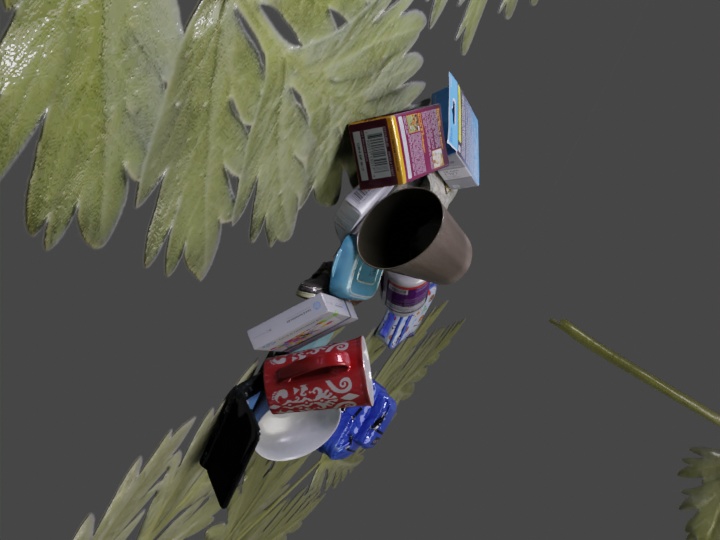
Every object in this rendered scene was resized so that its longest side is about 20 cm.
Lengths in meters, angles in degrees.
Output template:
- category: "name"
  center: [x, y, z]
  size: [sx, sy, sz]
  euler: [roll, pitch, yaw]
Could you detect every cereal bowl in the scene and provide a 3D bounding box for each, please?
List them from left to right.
- category: "cereal bowl"
  center: [-0.145, 0.300, 1.852]
  size: [0.197, 0.084, 0.202]
  euler: [-17, 133, -18]

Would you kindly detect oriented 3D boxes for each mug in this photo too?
- category: "mug"
  center: [-0.085, 0.192, 1.693]
  size: [0.135, 0.196, 0.179]
  euler: [-93, 172, -50]

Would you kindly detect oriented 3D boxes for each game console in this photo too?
- category: "game console"
  center: [-0.221, 0.322, 1.700]
  size: [0.175, 0.116, 0.202]
  euler: [-25, 146, -60]

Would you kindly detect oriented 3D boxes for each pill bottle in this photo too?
- category: "pill bottle"
  center: [0.098, 0.024, 1.939]
  size: [0.113, 0.112, 0.201]
  euler: [-48, 163, -22]

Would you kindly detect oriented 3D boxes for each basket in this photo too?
- category: "basket"
  center: [0.115, -0.050, 1.623]
  size: [0.179, 0.138, 0.199]
  euler: [-28, 153, 21]

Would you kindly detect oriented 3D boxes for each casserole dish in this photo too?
- category: "casserole dish"
  center: [0.000, 0.000, 1.662]
  size: [0.200, 0.038, 0.123]
  euler: [15, 94, -70]

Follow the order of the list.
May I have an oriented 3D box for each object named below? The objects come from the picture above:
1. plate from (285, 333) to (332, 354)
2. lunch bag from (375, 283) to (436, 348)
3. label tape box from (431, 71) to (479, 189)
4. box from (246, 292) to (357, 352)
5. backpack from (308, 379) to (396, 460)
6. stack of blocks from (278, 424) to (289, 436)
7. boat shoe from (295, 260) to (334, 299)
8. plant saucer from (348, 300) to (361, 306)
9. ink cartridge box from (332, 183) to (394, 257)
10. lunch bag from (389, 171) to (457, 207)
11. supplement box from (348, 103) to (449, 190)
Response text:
- category: "plate"
  center: [-0.109, 0.147, 1.851]
  size: [0.201, 0.025, 0.201]
  euler: [-49, 162, -22]
- category: "lunch bag"
  center: [0.119, 0.114, 2.361]
  size: [0.160, 0.075, 0.202]
  euler: [-32, 150, -51]
- category: "label tape box"
  center: [0.171, -0.260, 1.671]
  size: [0.200, 0.065, 0.146]
  euler: [37, 51, -60]
- category: "box"
  center: [-0.102, 0.099, 1.629]
  size: [0.154, 0.042, 0.200]
  euler: [-27, 166, 10]
- category: "backpack"
  center: [-0.028, 0.328, 1.976]
  size: [0.201, 0.167, 0.163]
  euler: [-54, 157, -4]
- category: "stack of blocks"
  center: [-0.136, 0.298, 2.002]
  size: [0.200, 0.058, 0.116]
  euler: [-49, 162, -22]
- category: "boat shoe"
  center: [-0.059, 0.013, 1.679]
  size: [0.199, 0.072, 0.066]
  euler: [-19, 121, -63]
- category: "plant saucer"
  center: [0.014, 0.002, 1.915]
  size: [0.201, 0.034, 0.201]
  euler: [-50, 162, -22]
- category: "ink cartridge box"
  center: [0.006, -0.126, 1.655]
  size: [0.163, 0.057, 0.200]
  euler: [-48, -178, -28]
- category: "lunch bag"
  center: [0.122, -0.148, 1.774]
  size: [0.164, 0.116, 0.202]
  euler: [-47, 163, -58]
- category: "supplement box"
  center: [0.069, -0.210, 1.487]
  size: [0.199, 0.084, 0.112]
  euler: [-28, 111, -58]
